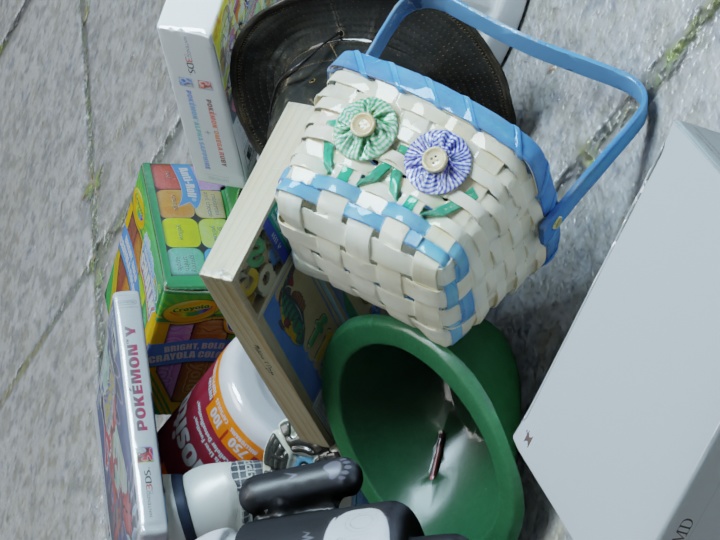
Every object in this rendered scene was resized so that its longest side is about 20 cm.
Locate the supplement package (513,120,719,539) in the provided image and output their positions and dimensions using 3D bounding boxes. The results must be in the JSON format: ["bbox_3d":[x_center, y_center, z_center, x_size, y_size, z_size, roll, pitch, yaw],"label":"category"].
[{"bbox_3d":[0.187,0.056,1.151,0.201,0.110,0.156,-65,27,22],"label":"supplement package"}]

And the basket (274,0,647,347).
[{"bbox_3d":[0.057,-0.069,1.368,0.200,0.175,0.140,-53,-26,-29],"label":"basket"}]

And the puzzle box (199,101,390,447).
[{"bbox_3d":[-0.032,0.006,1.446,0.025,0.200,0.134,11,61,27],"label":"puzzle box"}]

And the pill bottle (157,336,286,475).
[{"bbox_3d":[-0.091,0.135,1.672,0.200,0.112,0.114,-50,35,43],"label":"pill bottle"}]

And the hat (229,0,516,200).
[{"bbox_3d":[-0.002,-0.093,1.494,0.201,0.200,0.081,-51,9,41],"label":"hat"}]

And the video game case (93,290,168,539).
[{"bbox_3d":[-0.167,0.141,1.631,0.200,0.023,0.184,111,153,-60],"label":"video game case"}]

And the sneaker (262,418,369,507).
[{"bbox_3d":[-0.020,0.188,1.564,0.078,0.090,0.202,16,110,26],"label":"sneaker"}]

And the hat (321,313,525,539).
[{"bbox_3d":[0.087,0.062,1.457,0.165,0.175,0.201,-22,97,53],"label":"hat"}]

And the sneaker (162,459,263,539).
[{"bbox_3d":[-0.083,0.205,1.616,0.201,0.080,0.077,73,178,-53],"label":"sneaker"}]

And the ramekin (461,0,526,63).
[{"bbox_3d":[0.030,-0.212,1.614,0.200,0.104,0.202,-39,44,51],"label":"ramekin"}]

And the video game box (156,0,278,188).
[{"bbox_3d":[-0.085,-0.191,1.616,0.183,0.046,0.201,85,-162,-58],"label":"video game box"}]

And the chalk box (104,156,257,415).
[{"bbox_3d":[-0.109,0.001,1.709,0.201,0.123,0.125,110,153,-46],"label":"chalk box"}]

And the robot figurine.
[{"bbox_3d":[-0.021,0.207,1.382,0.151,0.198,0.125,-85,-18,-52],"label":"robot figurine"}]
